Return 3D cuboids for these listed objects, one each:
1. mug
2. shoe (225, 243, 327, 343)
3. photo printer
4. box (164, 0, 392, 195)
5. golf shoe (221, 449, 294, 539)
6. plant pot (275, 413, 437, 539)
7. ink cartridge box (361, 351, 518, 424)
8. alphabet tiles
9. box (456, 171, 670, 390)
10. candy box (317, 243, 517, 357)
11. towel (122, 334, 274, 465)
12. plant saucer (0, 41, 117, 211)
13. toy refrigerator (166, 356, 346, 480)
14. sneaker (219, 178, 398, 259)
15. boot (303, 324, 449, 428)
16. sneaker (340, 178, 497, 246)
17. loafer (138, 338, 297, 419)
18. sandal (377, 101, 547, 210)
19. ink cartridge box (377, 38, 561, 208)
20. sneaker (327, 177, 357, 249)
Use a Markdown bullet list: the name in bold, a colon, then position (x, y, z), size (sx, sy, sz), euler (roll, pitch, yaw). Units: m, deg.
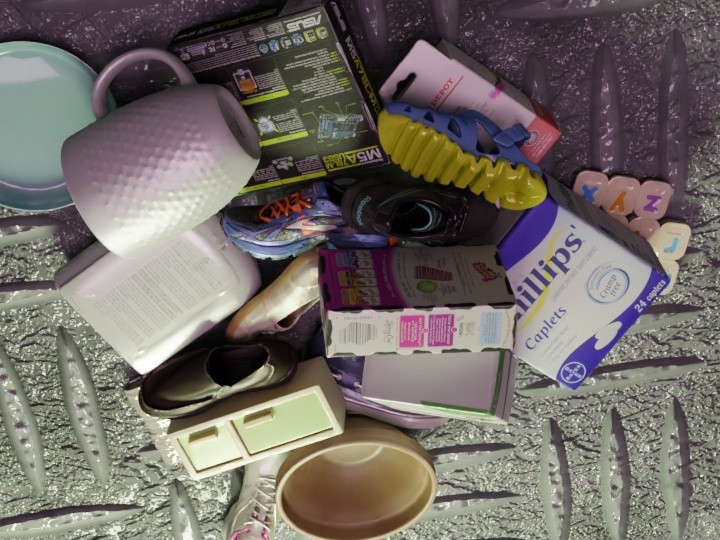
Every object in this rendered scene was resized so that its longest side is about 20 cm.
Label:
- **mug**: position (-0.212, -0.138, 1.477), size (0.175, 0.148, 0.201), euler (-26, 82, 14)
- **shoe**: position (-0.091, 0.043, 1.621), size (0.053, 0.070, 0.200), euler (53, 132, 6)
- **photo printer**: position (-0.226, 0.007, 1.619), size (0.200, 0.070, 0.166), euler (-36, 116, 13)
- **box**: position (-0.083, -0.186, 1.504), size (0.199, 0.048, 0.194), euler (-11, 123, 27)
- **golf shoe**: position (-0.122, 0.298, 1.775), size (0.075, 0.092, 0.201), euler (14, 117, -11)
- **plant pot**: position (-0.009, 0.244, 1.744), size (0.200, 0.093, 0.201), euler (-5, 134, -5)
- **ink cartridge box**: position (0.094, 0.120, 1.579), size (0.145, 0.200, 0.085), euler (7, 82, 14)
- **alphabet tiles**: position (0.291, -0.027, 1.684), size (0.199, 0.015, 0.196), euler (7, 117, -9)
- **box**: position (0.220, 0.008, 1.629), size (0.200, 0.105, 0.184), euler (31, 111, -18)
- **candy box**: position (0.057, 0.031, 1.490), size (0.199, 0.137, 0.061), euler (-2, 119, -4)
- **towel**: position (-0.176, 0.161, 1.728), size (0.199, 0.035, 0.133), euler (-21, 118, 6)
- **plant saucer**: position (-0.363, -0.160, 1.539), size (0.199, 0.027, 0.201), euler (-3, 118, -5)
- **toy refrigerator**: position (-0.123, 0.179, 1.671), size (0.199, 0.070, 0.076), euler (-18, 117, 14)
- **sneaker**: position (-0.056, -0.066, 1.540), size (0.199, 0.075, 0.079), euler (-5, 127, -5)
- **boot**: position (0.027, 0.128, 1.707), size (0.199, 0.073, 0.091), euler (12, 122, -11)
- **sneaker**: position (0.076, -0.055, 1.505), size (0.199, 0.079, 0.076), euler (-1, 107, -35)
- **loafer**: position (-0.176, 0.117, 1.636), size (0.199, 0.073, 0.071), euler (-19, 157, 11)
- **sandal**: position (0.109, -0.135, 1.492), size (0.199, 0.087, 0.079), euler (22, 149, -20)
- **ink cartridge box**: position (0.107, -0.173, 1.556), size (0.200, 0.068, 0.117), euler (31, 111, -22)
- **sneaker**: position (0.001, 0.000, 1.614), size (0.076, 0.111, 0.201), euler (-8, 119, -1)
